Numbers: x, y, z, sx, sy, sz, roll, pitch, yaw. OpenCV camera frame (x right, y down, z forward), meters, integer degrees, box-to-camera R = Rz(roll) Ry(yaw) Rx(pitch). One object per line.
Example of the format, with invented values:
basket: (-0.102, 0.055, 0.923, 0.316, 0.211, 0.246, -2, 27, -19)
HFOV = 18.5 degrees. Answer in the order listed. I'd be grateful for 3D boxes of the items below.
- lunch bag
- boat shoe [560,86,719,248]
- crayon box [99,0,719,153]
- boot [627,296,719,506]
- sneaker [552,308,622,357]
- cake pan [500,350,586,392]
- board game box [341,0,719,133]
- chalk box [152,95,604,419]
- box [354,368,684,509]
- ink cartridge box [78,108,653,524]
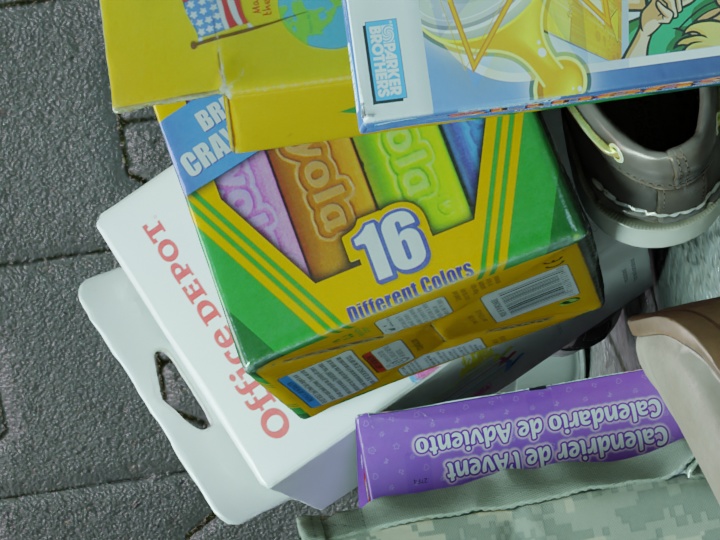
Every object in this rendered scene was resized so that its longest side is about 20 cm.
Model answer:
lunch bag: (0.067, 0.158, 0.791, 0.118, 0.163, 0.201, -109, 12, -70)
boat shoe: (0.080, -0.108, 0.750, 0.060, 0.071, 0.201, 81, 176, -67)
crayon box: (0.017, -0.111, 0.675, 0.051, 0.199, 0.128, 89, 173, -71)
boot: (0.115, 0.076, 0.529, 0.200, 0.070, 0.147, 119, 141, -87)
sneaker: (0.083, -0.060, 0.986, 0.079, 0.074, 0.201, -178, 74, -78)
cake pan: (0.066, -0.017, 1.212, 0.200, 0.037, 0.201, 158, 90, -82)
board game box: (0.052, -0.142, 0.531, 0.034, 0.135, 0.201, -178, 79, -88)
chalk box: (-0.008, -0.068, 0.775, 0.125, 0.123, 0.201, 53, -164, -75)
box: (0.068, 0.094, 0.884, 0.200, 0.136, 0.039, 87, 172, -68)
ink cartridge box: (0.000, 0.000, 0.888, 0.129, 0.200, 0.125, 57, -178, 14)
